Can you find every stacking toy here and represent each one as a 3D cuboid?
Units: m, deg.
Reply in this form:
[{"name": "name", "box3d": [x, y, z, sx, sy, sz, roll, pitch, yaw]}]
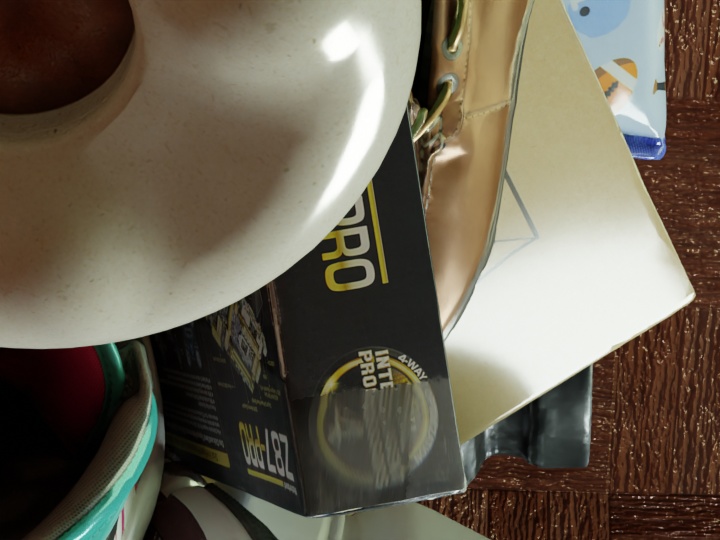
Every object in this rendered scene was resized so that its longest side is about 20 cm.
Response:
[{"name": "stacking toy", "box3d": [-0.060, -0.095, 0.517, 0.200, 0.146, 0.146, -88, 177, -52]}]

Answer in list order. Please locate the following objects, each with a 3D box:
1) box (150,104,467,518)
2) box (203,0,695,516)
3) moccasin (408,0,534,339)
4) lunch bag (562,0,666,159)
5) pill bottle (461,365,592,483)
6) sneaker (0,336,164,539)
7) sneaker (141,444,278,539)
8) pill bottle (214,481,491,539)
[{"name": "box", "box3d": [-0.031, -0.022, 0.720, 0.200, 0.049, 0.161, 180, -97, -75]}, {"name": "box", "box3d": [0.000, 0.000, 0.873, 0.164, 0.200, 0.021, 61, -5, -33]}, {"name": "moccasin", "box3d": [0.008, -0.053, 0.785, 0.074, 0.078, 0.202, 37, -63, 44]}, {"name": "lunch bag", "box3d": [0.036, -0.146, 0.951, 0.200, 0.124, 0.170, -128, -148, -56]}, {"name": "pill bottle", "box3d": [-0.009, 0.034, 1.037, 0.112, 0.200, 0.112, 1, 90, -87]}, {"name": "sneaker", "box3d": [-0.090, 0.030, 0.655, 0.200, 0.084, 0.121, -88, -176, -47]}, {"name": "sneaker", "box3d": [-0.095, 0.097, 0.759, 0.076, 0.116, 0.200, 54, -13, -26]}, {"name": "pill bottle", "box3d": [0.030, 0.144, 0.855, 0.113, 0.200, 0.113, -59, -169, 19]}]
